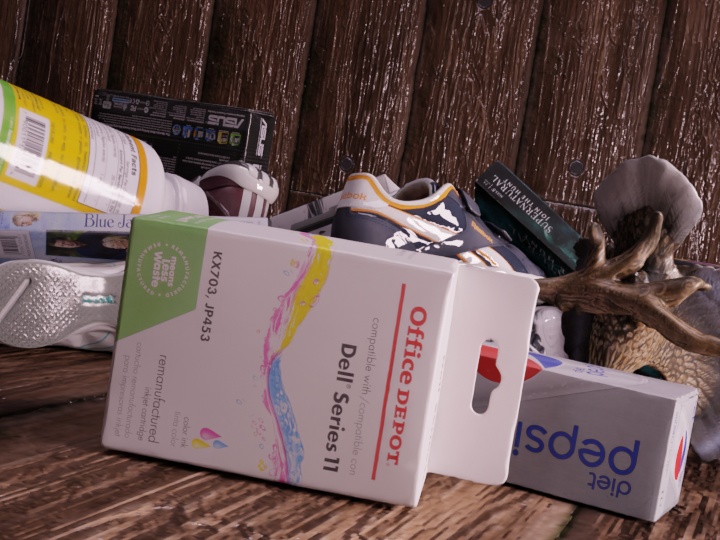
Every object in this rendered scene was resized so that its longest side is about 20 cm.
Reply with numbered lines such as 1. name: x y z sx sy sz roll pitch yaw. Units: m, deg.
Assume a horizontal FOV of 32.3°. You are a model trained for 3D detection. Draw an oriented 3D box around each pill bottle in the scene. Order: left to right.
1. pill bottle: -0.216 -0.059 0.926 0.199 0.112 0.111 22 -5 -38

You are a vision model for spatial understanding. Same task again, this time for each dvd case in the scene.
1. dvd case: -0.166 0.000 0.900 0.198 0.018 0.143 1 -27 -7

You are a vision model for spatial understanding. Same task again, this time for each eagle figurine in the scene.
1. eagle figurine: 0.177 0.041 0.787 0.150 0.153 0.200 -31 -30 16

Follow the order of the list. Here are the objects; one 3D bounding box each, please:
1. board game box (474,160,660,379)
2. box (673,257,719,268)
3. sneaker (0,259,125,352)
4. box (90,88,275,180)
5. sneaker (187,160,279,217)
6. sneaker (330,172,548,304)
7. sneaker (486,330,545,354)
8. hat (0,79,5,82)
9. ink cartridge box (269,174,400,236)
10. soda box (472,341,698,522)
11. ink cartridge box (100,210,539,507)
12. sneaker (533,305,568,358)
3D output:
1. board game box: 0.167 0.015 0.978 0.200 0.028 0.135 45 -13 19
2. box: 0.306 0.058 1.070 0.105 0.124 0.200 7 5 -19
3. sneaker: -0.177 0.023 0.867 0.199 0.071 0.080 8 -3 -31
4. box: -0.184 -0.068 1.195 0.199 0.195 0.047 11 7 31
5. sneaker: -0.152 -0.012 1.061 0.075 0.117 0.199 25 -30 -33
6. sneaker: 0.067 -0.022 0.911 0.199 0.080 0.078 12 -11 -38
7. sneaker: 0.037 0.055 0.824 0.199 0.081 0.077 8 13 43
8. hat: -0.240 -0.060 1.065 0.164 0.178 0.200 8 5 -14
9. ink cartridge box: -0.006 -0.023 1.115 0.198 0.068 0.116 -19 -17 14
10. soda box: 0.083 0.079 0.702 0.198 0.069 0.063 12 6 26
11. ink cartridge box: -0.017 0.044 0.613 0.198 0.118 0.067 9 5 6
12. sneaker: 0.084 0.056 0.942 0.113 0.076 0.199 12 5 33
